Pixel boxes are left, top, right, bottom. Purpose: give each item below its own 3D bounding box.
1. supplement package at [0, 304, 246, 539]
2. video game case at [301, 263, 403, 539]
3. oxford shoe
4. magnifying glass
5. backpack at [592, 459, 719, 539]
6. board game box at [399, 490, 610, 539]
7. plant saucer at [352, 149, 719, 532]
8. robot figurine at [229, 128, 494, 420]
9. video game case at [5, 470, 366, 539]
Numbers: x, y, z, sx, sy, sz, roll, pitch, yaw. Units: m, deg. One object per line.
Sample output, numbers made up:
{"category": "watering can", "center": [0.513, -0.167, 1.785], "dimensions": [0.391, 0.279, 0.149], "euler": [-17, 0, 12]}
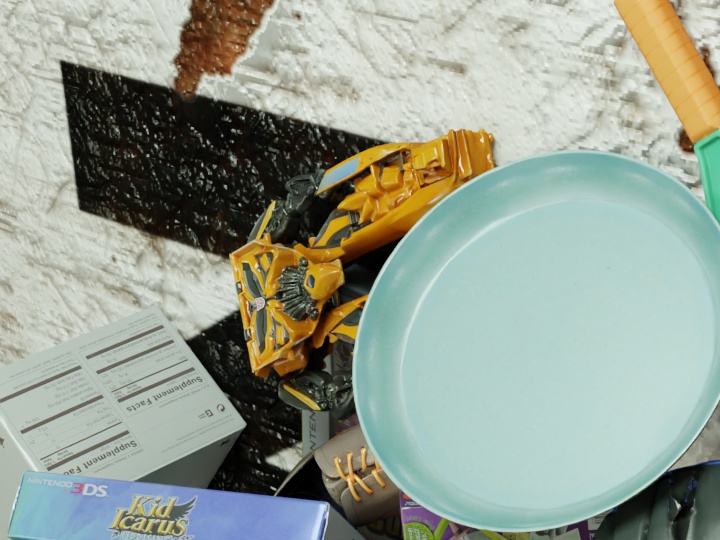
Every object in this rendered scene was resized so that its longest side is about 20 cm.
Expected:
{"category": "supplement package", "center": [-0.196, 0.145, 1.378], "dimensions": [0.111, 0.156, 0.200], "euler": [50, 138, 18]}
{"category": "video game case", "center": [0.039, 0.102, 1.197], "dimensions": [0.200, 0.025, 0.181], "euler": [24, 125, 40]}
{"category": "oxford shoe", "center": [0.022, 0.109, 1.143], "dimensions": [0.200, 0.073, 0.071], "euler": [-35, 81, 49]}
{"category": "magnifying glass", "center": [0.178, -0.047, 0.973], "dimensions": [0.080, 0.022, 0.200], "euler": [-35, 81, 50]}
{"category": "backpack", "center": [0.186, 0.193, 0.954], "dimensions": [0.162, 0.168, 0.201], "euler": [-11, 70, 17]}
{"category": "board game box", "center": [0.090, 0.211, 1.135], "dimensions": [0.032, 0.120, 0.201], "euler": [-100, 4, -71]}
{"category": "plant saucer", "center": [0.091, 0.035, 0.991], "dimensions": [0.200, 0.200, 0.027], "euler": [30, 170, 36]}
{"category": "robot figurine", "center": [0.000, 0.000, 1.138], "dimensions": [0.200, 0.058, 0.146], "euler": [-25, 72, 40]}
{"category": "video game case", "center": [-0.081, 0.178, 1.219], "dimensions": [0.199, 0.046, 0.181], "euler": [3, 155, 24]}
